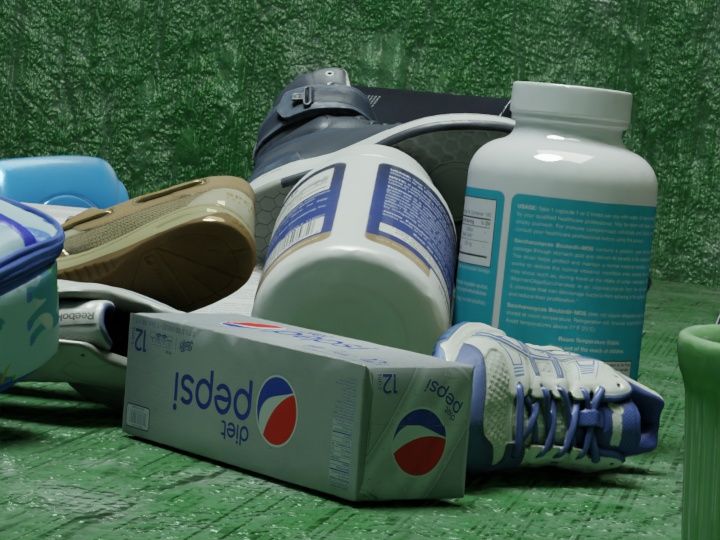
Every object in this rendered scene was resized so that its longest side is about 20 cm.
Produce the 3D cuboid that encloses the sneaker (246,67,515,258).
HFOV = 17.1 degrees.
[{"bbox_3d":[0.021,-0.085,1.544,0.201,0.077,0.147,-11,29,13],"label":"sneaker"}]

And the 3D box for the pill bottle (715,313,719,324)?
[{"bbox_3d":[0.270,0.053,1.433,0.111,0.112,0.200,6,3,-2],"label":"pill bottle"}]

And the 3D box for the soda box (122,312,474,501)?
[{"bbox_3d":[-0.034,0.062,1.153,0.068,0.064,0.199,2,5,-38],"label":"soda box"}]

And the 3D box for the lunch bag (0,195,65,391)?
[{"bbox_3d":[-0.251,0.001,1.162,0.199,0.083,0.160,21,29,30],"label":"lunch bag"}]

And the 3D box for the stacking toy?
[{"bbox_3d":[-0.255,-0.010,1.741,0.109,0.117,0.200,-3,-6,-34],"label":"stacking toy"}]

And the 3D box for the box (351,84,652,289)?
[{"bbox_3d":[0.070,-0.023,1.671,0.181,0.104,0.200,11,-30,48],"label":"box"}]

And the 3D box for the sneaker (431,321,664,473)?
[{"bbox_3d":[0.096,0.067,1.215,0.088,0.076,0.200,8,4,24],"label":"sneaker"}]

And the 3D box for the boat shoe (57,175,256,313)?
[{"bbox_3d":[-0.147,0.002,1.347,0.199,0.072,0.065,-17,35,15],"label":"boat shoe"}]

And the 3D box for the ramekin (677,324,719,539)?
[{"bbox_3d":[0.222,0.083,0.965,0.198,0.099,0.200,6,4,0],"label":"ramekin"}]

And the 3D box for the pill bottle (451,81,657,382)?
[{"bbox_3d":[0.111,-0.005,1.370,0.110,0.202,0.111,6,4,0],"label":"pill bottle"}]

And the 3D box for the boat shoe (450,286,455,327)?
[{"bbox_3d":[0.033,0.027,1.589,0.199,0.066,0.074,22,12,12],"label":"boat shoe"}]

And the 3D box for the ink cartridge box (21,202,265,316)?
[{"bbox_3d":[-0.095,0.021,1.476,0.199,0.045,0.176,4,23,-36],"label":"ink cartridge box"}]

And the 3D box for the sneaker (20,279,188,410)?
[{"bbox_3d":[-0.172,0.028,1.253,0.198,0.075,0.087,3,-14,-18],"label":"sneaker"}]

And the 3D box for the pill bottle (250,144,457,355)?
[{"bbox_3d":[0.000,0.000,1.390,0.110,0.112,0.200,6,24,2],"label":"pill bottle"}]
